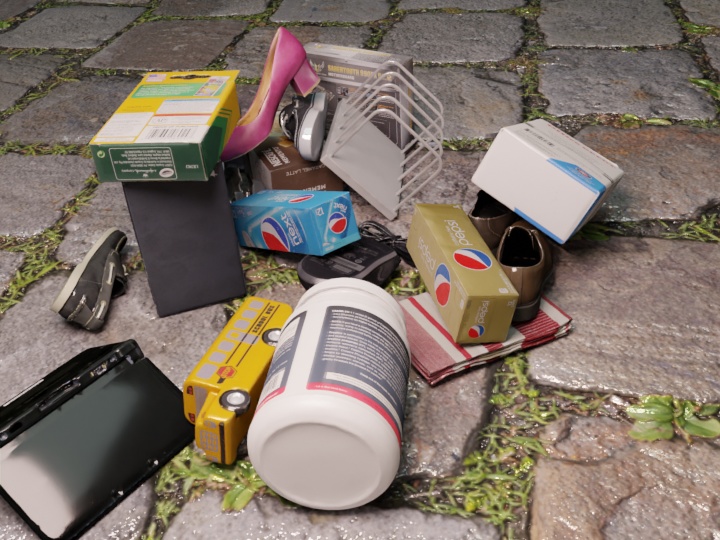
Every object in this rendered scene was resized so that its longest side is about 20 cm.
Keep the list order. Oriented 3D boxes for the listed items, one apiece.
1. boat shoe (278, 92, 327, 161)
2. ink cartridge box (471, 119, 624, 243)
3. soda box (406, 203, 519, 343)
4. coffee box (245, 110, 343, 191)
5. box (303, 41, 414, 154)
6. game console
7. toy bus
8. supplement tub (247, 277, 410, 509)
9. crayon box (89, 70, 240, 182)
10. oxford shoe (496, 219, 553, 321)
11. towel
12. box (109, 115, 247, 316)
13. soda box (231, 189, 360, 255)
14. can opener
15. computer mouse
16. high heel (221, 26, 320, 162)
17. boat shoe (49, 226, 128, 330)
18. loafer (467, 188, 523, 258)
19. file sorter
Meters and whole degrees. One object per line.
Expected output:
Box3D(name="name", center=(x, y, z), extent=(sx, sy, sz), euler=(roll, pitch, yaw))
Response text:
Box3D(name="boat shoe", center=(-0.088, -0.217, 1.193), extent=(0.067, 0.072, 0.200), euler=(2, 32, 1))
Box3D(name="ink cartridge box", center=(0.253, -0.125, 1.071), extent=(0.146, 0.085, 0.200), euler=(37, 25, 15))
Box3D(name="soda box", center=(0.115, -0.003, 0.955), extent=(0.064, 0.068, 0.200), euler=(-1, 35, -16))
Box3D(name="coffee box", center=(-0.117, -0.173, 1.266), extent=(0.114, 0.080, 0.200), euler=(-16, 37, -17))
Box3D(name="box", center=(-0.008, -0.287, 1.351), extent=(0.199, 0.159, 0.048), euler=(15, 39, 27))
Box3D(name="game console", center=(-0.298, 0.173, 0.843), extent=(0.175, 0.117, 0.200), euler=(-13, 19, 47))
Box3D(name="toy bus", center=(-0.127, 0.111, 0.862), extent=(0.078, 0.065, 0.200), euler=(13, 34, 12))
Box3D(name="supplement tub", center=(-0.023, 0.115, 0.790), extent=(0.139, 0.141, 0.200), euler=(2, 35, 8))
Box3D(name="crayon box", center=(-0.218, -0.172, 0.948), extent=(0.125, 0.052, 0.201), euler=(0, 36, 7))
Box3D(name="oxford shoe", center=(0.202, -0.023, 0.990), extent=(0.072, 0.085, 0.200), euler=(4, 28, 10))
Box3D(name="towel", center=(0.131, 0.060, 0.961), extent=(0.199, 0.023, 0.144), euler=(-16, 35, -20))
Box3D(name="box", center=(-0.236, -0.085, 1.046), extent=(0.123, 0.201, 0.197), euler=(-15, 36, -14))
Box3D(name="soda box", center=(-0.092, -0.066, 1.070), extent=(0.068, 0.065, 0.199), euler=(-26, 20, -34))
Box3D(name="can opener", center=(-0.176, -0.152, 1.196), extent=(0.066, 0.053, 0.201), euler=(5, 68, -31))
Box3D(name="computer mouse", center=(0.000, 0.000, 1.039), extent=(0.138, 0.053, 0.199), euler=(26, 34, 33))
Box3D(name="high heel", center=(-0.148, -0.246, 1.139), extent=(0.200, 0.096, 0.067), euler=(-44, 33, -8))
Box3D(name="boat shoe", center=(-0.339, 0.009, 1.057), extent=(0.067, 0.072, 0.200), euler=(30, 24, -15))
Box3D(name="loafer", center=(0.196, -0.089, 1.122), extent=(0.073, 0.072, 0.200), euler=(11, 38, 20))
Box3D(name="file sorter", center=(0.044, -0.203, 1.204), extent=(0.124, 0.139, 0.200), euler=(-40, 22, 28))
